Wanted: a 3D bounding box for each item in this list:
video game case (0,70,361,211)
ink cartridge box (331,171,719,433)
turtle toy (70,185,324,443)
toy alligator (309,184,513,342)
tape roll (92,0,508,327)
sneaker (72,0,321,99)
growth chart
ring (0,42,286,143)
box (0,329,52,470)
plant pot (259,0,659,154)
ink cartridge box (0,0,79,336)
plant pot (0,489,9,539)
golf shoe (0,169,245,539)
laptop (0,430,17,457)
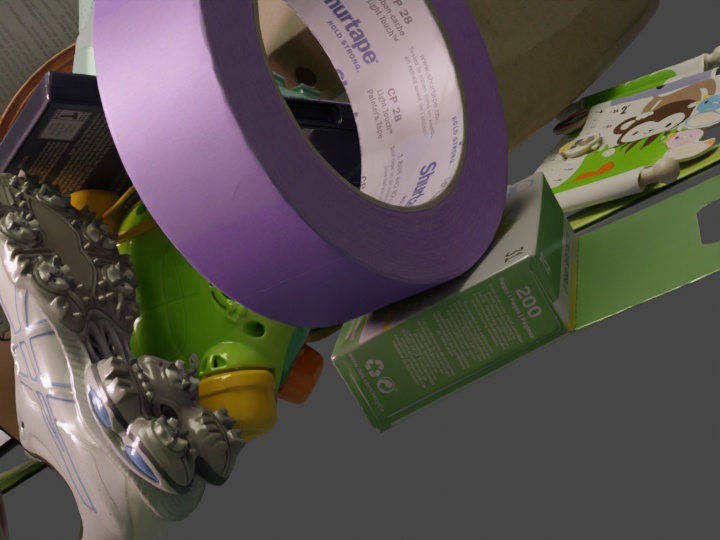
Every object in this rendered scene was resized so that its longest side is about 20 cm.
[{"bbox_3d":[-0.081,-0.054,0.913,0.199,0.019,0.143,3,-21,-26],"label":"video game case"},{"bbox_3d":[0.090,-0.009,0.826,0.199,0.048,0.146,-28,12,15],"label":"ink cartridge box"},{"bbox_3d":[-0.095,0.028,0.910,0.199,0.147,0.101,-18,-15,35],"label":"turtle toy"},{"bbox_3d":[0.000,0.000,0.946,0.199,0.060,0.054,-19,16,36],"label":"toy alligator"},{"bbox_3d":[-0.021,-0.080,0.781,0.065,0.201,0.200,-22,15,36],"label":"tape roll"},{"bbox_3d":[-0.060,-0.108,0.977,0.199,0.119,0.074,5,-21,-28],"label":"sneaker"},{"bbox_3d":[0.148,-0.076,1.019,0.144,0.018,0.200,-20,17,31],"label":"growth chart"},{"bbox_3d":[-0.114,-0.037,1.010,0.200,0.201,0.019,-33,13,-17],"label":"ring"},{"bbox_3d":[-0.176,-0.006,1.060,0.200,0.163,0.021,-50,-19,-17],"label":"box"},{"bbox_3d":[0.032,-0.144,1.127,0.200,0.200,0.177,-28,24,46],"label":"plant pot"},{"bbox_3d":[-0.199,-0.090,1.012,0.200,0.199,0.043,-39,11,-15],"label":"ink cartridge box"},{"bbox_3d":[-0.277,0.102,0.899,0.178,0.201,0.200,-15,11,-10],"label":"plant pot"},{"bbox_3d":[-0.141,0.042,0.830,0.078,0.200,0.097,7,-48,-49],"label":"golf shoe"},{"bbox_3d":[-0.335,0.104,1.129,0.187,0.116,0.200,-39,17,-36],"label":"laptop"}]
